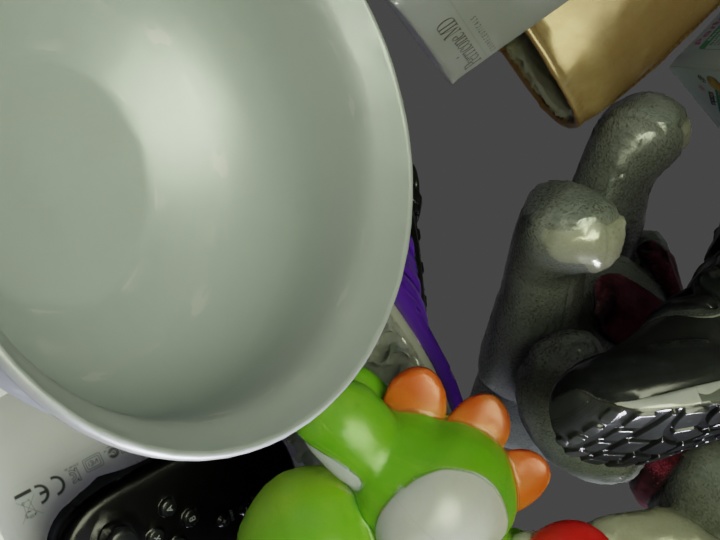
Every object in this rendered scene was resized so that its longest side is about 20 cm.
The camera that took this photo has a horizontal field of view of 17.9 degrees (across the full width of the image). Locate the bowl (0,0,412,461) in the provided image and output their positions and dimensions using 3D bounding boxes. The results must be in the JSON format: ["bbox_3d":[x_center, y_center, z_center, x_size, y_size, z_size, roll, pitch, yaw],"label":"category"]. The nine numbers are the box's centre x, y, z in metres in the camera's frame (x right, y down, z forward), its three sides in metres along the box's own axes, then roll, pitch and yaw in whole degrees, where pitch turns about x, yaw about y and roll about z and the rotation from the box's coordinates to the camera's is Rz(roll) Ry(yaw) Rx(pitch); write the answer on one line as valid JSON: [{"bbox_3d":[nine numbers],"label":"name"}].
[{"bbox_3d":[-0.084,-0.035,0.743,0.201,0.090,0.201,10,75,-42],"label":"bowl"}]

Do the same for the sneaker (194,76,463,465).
[{"bbox_3d":[0.000,0.000,0.872,0.200,0.070,0.100,64,33,-12],"label":"sneaker"}]

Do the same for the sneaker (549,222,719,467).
[{"bbox_3d":[0.138,0.008,0.804,0.200,0.076,0.088,-13,76,-33],"label":"sneaker"}]

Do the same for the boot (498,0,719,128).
[{"bbox_3d":[0.115,-0.184,0.912,0.200,0.066,0.175,-36,96,-7],"label":"boot"}]

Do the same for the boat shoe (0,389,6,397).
[{"bbox_3d":[-0.156,-0.051,0.787,0.063,0.071,0.200,-36,101,-32],"label":"boat shoe"}]

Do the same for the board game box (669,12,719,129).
[{"bbox_3d":[0.234,-0.107,0.899,0.148,0.200,0.064,-48,113,-10],"label":"board game box"}]

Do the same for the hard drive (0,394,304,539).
[{"bbox_3d":[-0.110,0.032,0.868,0.132,0.027,0.200,-28,108,-17],"label":"hard drive"}]

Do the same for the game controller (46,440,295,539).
[{"bbox_3d":[-0.056,0.154,0.879,0.104,0.042,0.200,-22,119,-20],"label":"game controller"}]

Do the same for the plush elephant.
[{"bbox_3d":[0.125,0.054,0.893,0.155,0.165,0.200,23,109,11],"label":"plush elephant"}]

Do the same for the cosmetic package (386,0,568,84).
[{"bbox_3d":[0.082,-0.166,0.826,0.200,0.113,0.081,-37,73,6],"label":"cosmetic package"}]

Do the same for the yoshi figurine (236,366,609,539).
[{"bbox_3d":[0.034,0.125,0.808,0.200,0.112,0.112,47,67,-5],"label":"yoshi figurine"}]

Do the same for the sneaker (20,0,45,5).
[{"bbox_3d":[-0.131,-0.190,0.793,0.074,0.088,0.200,-15,103,-21],"label":"sneaker"}]
